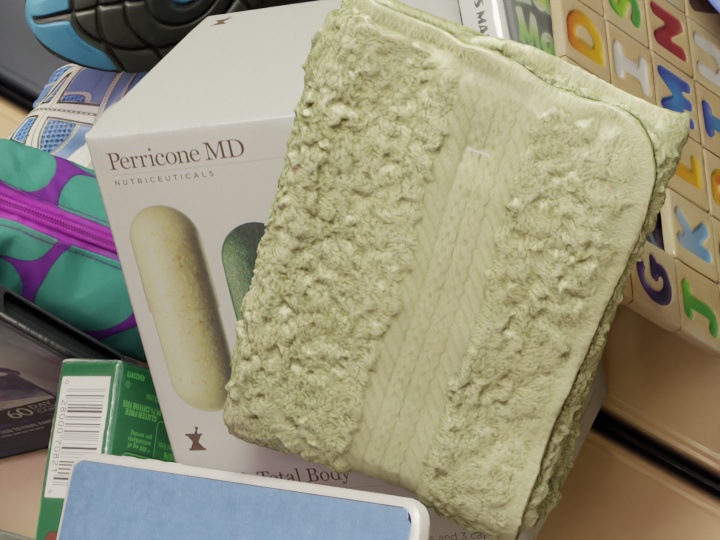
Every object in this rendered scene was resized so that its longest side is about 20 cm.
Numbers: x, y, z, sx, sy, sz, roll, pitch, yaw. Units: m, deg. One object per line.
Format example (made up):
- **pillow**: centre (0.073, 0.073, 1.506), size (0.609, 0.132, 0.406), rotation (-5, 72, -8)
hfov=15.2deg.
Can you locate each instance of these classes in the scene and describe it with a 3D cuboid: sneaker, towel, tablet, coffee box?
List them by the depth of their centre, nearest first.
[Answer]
- **towel**: centre (0.029, 0.001, 1.029), size (0.148, 0.037, 0.201), rotation (21, 117, 6)
- **tablet**: centre (-0.058, 0.146, 1.089), size (0.199, 0.014, 0.131), rotation (4, 80, 41)
- **coffee box**: centre (-0.096, 0.148, 1.210), size (0.044, 0.123, 0.201), rotation (-1, 78, 39)
- **sneaker**: centre (-0.076, -0.155, 1.276), size (0.199, 0.073, 0.082), rotation (-22, 53, -27)
- **sneaker**: centre (-0.141, -0.048, 1.316), size (0.200, 0.076, 0.077), rotation (-32, 50, 10)

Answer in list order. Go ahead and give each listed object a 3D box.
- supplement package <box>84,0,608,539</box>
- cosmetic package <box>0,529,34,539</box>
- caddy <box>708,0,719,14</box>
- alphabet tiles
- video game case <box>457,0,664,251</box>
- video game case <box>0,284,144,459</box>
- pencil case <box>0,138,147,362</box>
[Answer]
- **supplement package**: centre (0.000, 0.000, 1.145), size (0.151, 0.151, 0.201), rotation (-5, 112, 21)
- **cosmetic package**: centre (-0.260, 0.152, 1.307), size (0.199, 0.074, 0.102), rotation (11, 81, 23)
- **caddy**: centre (0.222, -0.183, 1.169), size (0.141, 0.105, 0.201), rotation (20, 85, 26)
- **alphabet tiles**: centre (0.134, -0.058, 1.140), size (0.008, 0.167, 0.201), rotation (-24, 55, 34)
- **video game case**: centre (0.096, -0.081, 1.145), size (0.023, 0.200, 0.183), rotation (-18, 71, 26)
- **video game case**: centre (-0.193, 0.044, 1.227), size (0.142, 0.200, 0.019), rotation (-14, 65, 25)
- **pencil case**: centre (-0.143, -0.014, 1.226), size (0.092, 0.199, 0.086), rotation (-4, 72, 52)
